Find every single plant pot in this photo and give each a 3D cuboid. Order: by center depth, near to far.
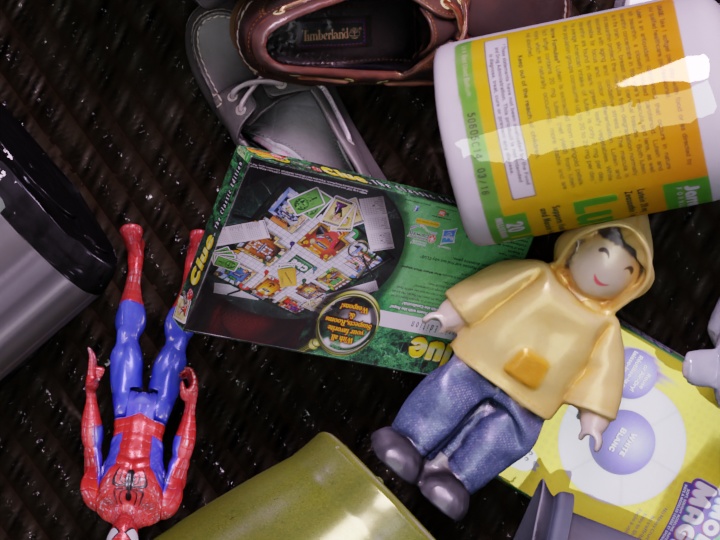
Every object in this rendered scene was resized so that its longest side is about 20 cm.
[{"bbox_3d":[-0.043,0.201,1.266,0.193,0.200,0.200,-44,94,-6],"label":"plant pot"}]

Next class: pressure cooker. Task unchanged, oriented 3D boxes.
[{"bbox_3d":[-0.259,-0.003,1.241,0.200,0.176,0.179,-40,91,2],"label":"pressure cooker"}]

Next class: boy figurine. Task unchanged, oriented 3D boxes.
[{"bbox_3d":[0.099,0.048,1.248,0.124,0.064,0.200,43,97,-2],"label":"boy figurine"}]

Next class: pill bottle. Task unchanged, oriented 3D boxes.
[{"bbox_3d":[0.146,-0.085,1.191,0.199,0.111,0.112,-11,97,9],"label":"pill bottle"}]

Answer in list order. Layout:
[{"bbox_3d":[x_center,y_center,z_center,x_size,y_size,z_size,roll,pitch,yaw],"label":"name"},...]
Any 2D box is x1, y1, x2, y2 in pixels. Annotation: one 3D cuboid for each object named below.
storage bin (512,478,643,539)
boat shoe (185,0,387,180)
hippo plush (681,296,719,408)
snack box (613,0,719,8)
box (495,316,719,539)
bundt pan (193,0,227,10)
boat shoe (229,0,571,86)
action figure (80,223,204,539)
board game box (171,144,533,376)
[{"bbox_3d":[0.138,0.230,1.236,0.134,0.201,0.146,16,140,-1],"label":"storage bin"},{"bbox_3d":[-0.032,-0.072,1.285,0.067,0.057,0.200,-35,95,5],"label":"boat shoe"},{"bbox_3d":[0.276,0.031,1.237,0.159,0.200,0.161,28,114,-9],"label":"hippo plush"},{"bbox_3d":[0.244,-0.135,1.262,0.199,0.072,0.024,6,96,1],"label":"snack box"},{"bbox_3d":[0.160,0.101,1.307,0.199,0.048,0.118,29,97,-4],"label":"box"},{"bbox_3d":[-0.073,-0.228,1.226,0.201,0.076,0.203,-6,63,13],"label":"bundt pan"},{"bbox_3d":[0.029,-0.134,1.249,0.199,0.070,0.071,-10,105,-14],"label":"boat shoe"},{"bbox_3d":[-0.123,0.070,1.264,0.065,0.052,0.201,6,68,-4],"label":"action figure"},{"bbox_3d":[0.000,0.000,1.237,0.199,0.023,0.105,13,105,-35],"label":"board game box"}]
